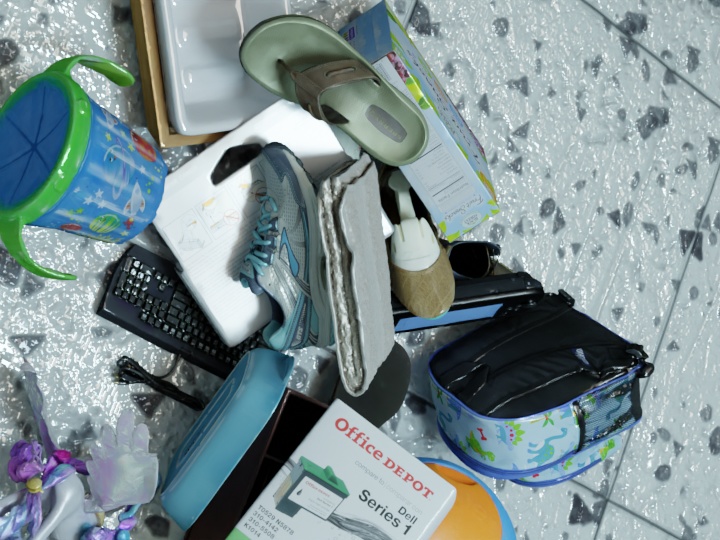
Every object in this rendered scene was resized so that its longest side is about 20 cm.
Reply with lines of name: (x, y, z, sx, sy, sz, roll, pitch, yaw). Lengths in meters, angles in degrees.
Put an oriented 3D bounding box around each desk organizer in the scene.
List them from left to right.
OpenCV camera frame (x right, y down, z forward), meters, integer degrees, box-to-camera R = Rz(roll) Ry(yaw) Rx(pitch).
desk organizer: (-0.099, 0.209, 1.521, 0.071, 0.077, 0.202, 25, 83, -32)

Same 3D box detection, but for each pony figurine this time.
pony figurine: (-0.263, 0.197, 1.393, 0.200, 0.166, 0.194, -41, 145, -30)

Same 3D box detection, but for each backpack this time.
backpack: (0.180, 0.139, 1.668, 0.198, 0.183, 0.148, -21, 124, -23)

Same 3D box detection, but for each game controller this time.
game controller: (0.087, 0.040, 1.613, 0.198, 0.105, 0.043, -8, 68, -9)

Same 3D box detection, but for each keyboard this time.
keyboard: (-0.167, 0.070, 1.517, 0.199, 0.021, 0.128, 29, 75, -31)

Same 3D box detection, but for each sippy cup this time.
sippy cup: (-0.247, -0.088, 1.397, 0.130, 0.140, 0.178, 27, 107, -42)

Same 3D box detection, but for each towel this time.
towel: (0.000, 0.000, 1.456, 0.133, 0.034, 0.202, -48, 133, -69)

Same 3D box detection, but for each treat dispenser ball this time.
treat dispenser ball: (0.059, 0.288, 1.572, 0.199, 0.200, 0.204, -1, 92, -35)

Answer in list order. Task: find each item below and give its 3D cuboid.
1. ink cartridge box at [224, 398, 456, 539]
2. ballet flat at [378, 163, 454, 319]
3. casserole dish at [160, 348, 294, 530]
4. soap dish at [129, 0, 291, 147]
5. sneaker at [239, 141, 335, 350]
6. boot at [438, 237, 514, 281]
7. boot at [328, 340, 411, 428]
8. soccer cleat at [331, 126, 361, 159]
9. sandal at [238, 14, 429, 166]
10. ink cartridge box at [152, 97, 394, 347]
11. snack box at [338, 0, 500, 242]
ink cartridge box: (-0.026, 0.241, 1.437, 0.145, 0.084, 0.201, 35, 74, 11)
ballet flat: (0.049, -0.043, 1.574, 0.067, 0.201, 0.073, -10, 136, 0)
casserole dish: (-0.129, 0.151, 1.463, 0.039, 0.121, 0.201, 32, 110, -10)
soap dish: (-0.142, -0.224, 1.489, 0.156, 0.081, 0.203, -11, 98, -34)
sneaker: (-0.072, -0.017, 1.455, 0.085, 0.078, 0.202, -15, 104, -12)
boot: (0.126, 0.010, 1.674, 0.199, 0.097, 0.076, 17, 82, -34)
boot: (-0.014, 0.151, 1.606, 0.073, 0.075, 0.201, 37, 54, -9)
soccer cleat: (-0.024, -0.105, 1.580, 0.077, 0.069, 0.202, -21, 100, -15)
sandal: (-0.018, -0.165, 1.442, 0.200, 0.057, 0.080, 31, 106, -14)
ink cartridge box: (-0.092, -0.054, 1.502, 0.199, 0.044, 0.175, -35, 107, -10)
snack box: (0.057, -0.152, 1.577, 0.067, 0.169, 0.201, -32, 112, 13)
